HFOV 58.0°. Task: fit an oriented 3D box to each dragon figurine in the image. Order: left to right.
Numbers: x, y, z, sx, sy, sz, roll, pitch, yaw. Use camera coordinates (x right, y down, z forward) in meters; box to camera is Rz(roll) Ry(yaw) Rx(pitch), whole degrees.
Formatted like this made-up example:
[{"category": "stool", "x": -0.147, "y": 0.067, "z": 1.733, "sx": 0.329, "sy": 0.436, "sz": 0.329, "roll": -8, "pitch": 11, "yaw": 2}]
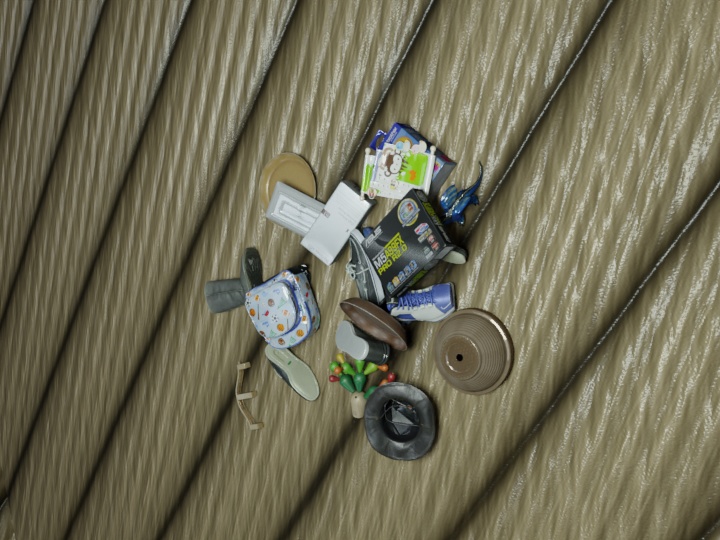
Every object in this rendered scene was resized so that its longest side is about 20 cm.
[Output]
[{"category": "dragon figurine", "x": 0.220, "y": -0.155, "z": 1.475, "sx": 0.059, "sy": 0.099, "sz": 0.201, "roll": 41, "pitch": 106, "yaw": 23}]

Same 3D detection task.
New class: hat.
[{"category": "hat", "x": 0.100, "y": 0.362, "z": 1.607, "sx": 0.196, "sy": 0.081, "sz": 0.205, "roll": 3, "pitch": 101, "yaw": 13}]

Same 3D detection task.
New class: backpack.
[{"category": "backpack", "x": -0.203, "y": 0.108, "z": 1.746, "sx": 0.198, "sy": 0.154, "sz": 0.193, "roll": -27, "pitch": 95, "yaw": 25}]

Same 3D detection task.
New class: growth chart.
[{"category": "growth chart", "x": 0.085, "y": -0.232, "z": 1.522, "sx": 0.197, "sy": 0.018, "sz": 0.148, "roll": 7, "pitch": 99, "yaw": 32}]

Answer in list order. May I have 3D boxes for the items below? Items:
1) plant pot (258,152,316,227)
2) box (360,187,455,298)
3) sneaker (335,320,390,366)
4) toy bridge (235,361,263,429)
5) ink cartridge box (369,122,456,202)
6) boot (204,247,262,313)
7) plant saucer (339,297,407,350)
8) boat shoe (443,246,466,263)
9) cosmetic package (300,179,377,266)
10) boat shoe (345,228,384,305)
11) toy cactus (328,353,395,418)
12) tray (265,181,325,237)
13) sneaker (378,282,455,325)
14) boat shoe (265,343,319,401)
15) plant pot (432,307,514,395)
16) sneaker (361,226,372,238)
[{"category": "plant pot", "x": -0.196, "y": -0.219, "z": 1.782, "sx": 0.197, "sy": 0.027, "sz": 0.204, "roll": 3, "pitch": 95, "yaw": 33}, {"category": "box", "x": 0.103, "y": -0.059, "z": 1.476, "sx": 0.200, "sy": 0.044, "sz": 0.162, "roll": -44, "pitch": 62, "yaw": 33}, {"category": "sneaker", "x": 0.007, "y": 0.191, "z": 1.662, "sx": 0.072, "sy": 0.098, "sz": 0.200, "roll": -65, "pitch": 28, "yaw": 4}, {"category": "toy bridge", "x": -0.338, "y": 0.369, "z": 1.923, "sx": 0.066, "sy": 0.027, "sz": 0.204, "roll": -15, "pitch": 86, "yaw": 33}, {"category": "ink cartridge box", "x": 0.110, "y": -0.258, "z": 1.558, "sx": 0.200, "sy": 0.076, "sz": 0.137, "roll": 44, "pitch": 115, "yaw": 23}, {"category": "boot", "x": -0.374, "y": 0.032, "z": 1.901, "sx": 0.197, "sy": 0.072, "sz": 0.186, "roll": -4, "pitch": 90, "yaw": 39}, {"category": "plant saucer", "x": 0.038, "y": 0.124, "z": 1.589, "sx": 0.198, "sy": 0.201, "sz": 0.035, "roll": 27, "pitch": 73, "yaw": 28}, {"category": "boat shoe", "x": 0.165, "y": -0.079, "z": 1.535, "sx": 0.198, "sy": 0.072, "sz": 0.068, "roll": 27, "pitch": 76, "yaw": 20}, {"category": "cosmetic package", "x": -0.056, "y": -0.121, "z": 1.657, "sx": 0.101, "sy": 0.074, "sz": 0.201, "roll": 37, "pitch": 109, "yaw": 6}, {"category": "boat shoe", "x": -0.001, "y": 0.000, "z": 1.619, "sx": 0.073, "sy": 0.067, "sz": 0.203, "roll": 30, "pitch": 140, "yaw": 63}, {"category": "toy cactus", "x": -0.003, "y": 0.304, "z": 1.677, "sx": 0.196, "sy": 0.102, "sz": 0.168, "roll": 10, "pitch": 109, "yaw": 22}, {"category": "tray", "x": -0.157, "y": -0.147, "z": 1.731, "sx": 0.197, "sy": 0.022, "sz": 0.109, "roll": 27, "pitch": 109, "yaw": 9}, {"category": "sneaker", "x": 0.121, "y": 0.080, "z": 1.545, "sx": 0.197, "sy": 0.115, "sz": 0.082, "roll": -18, "pitch": 65, "yaw": 31}, {"category": "boat shoe", "x": -0.189, "y": 0.285, "z": 1.810, "sx": 0.200, "sy": 0.072, "sz": 0.068, "roll": 44, "pitch": 151, "yaw": 14}, {"category": "plant pot", "x": 0.246, "y": 0.194, "z": 1.500, "sx": 0.198, "sy": 0.092, "sz": 0.205, "roll": 4, "pitch": 97, "yaw": 31}, {"category": "sneaker", "x": 0.070, "y": -0.041, "z": 1.610, "sx": 0.200, "sy": 0.078, "sz": 0.076, "roll": 49, "pitch": 159, "yaw": 32}]
